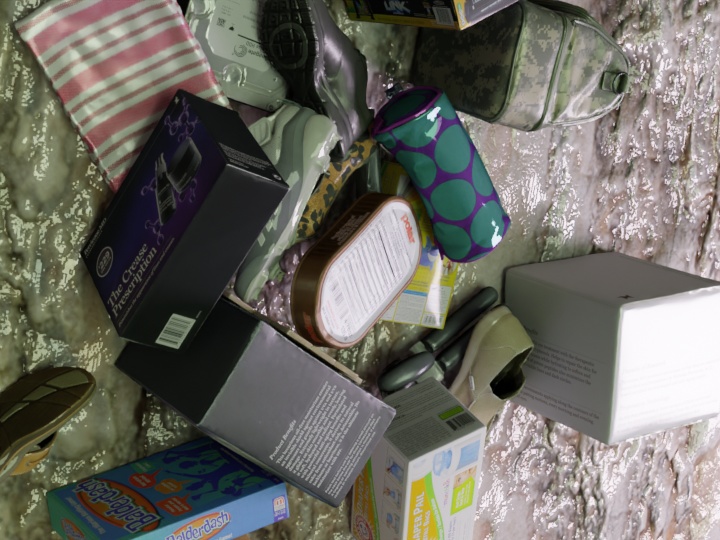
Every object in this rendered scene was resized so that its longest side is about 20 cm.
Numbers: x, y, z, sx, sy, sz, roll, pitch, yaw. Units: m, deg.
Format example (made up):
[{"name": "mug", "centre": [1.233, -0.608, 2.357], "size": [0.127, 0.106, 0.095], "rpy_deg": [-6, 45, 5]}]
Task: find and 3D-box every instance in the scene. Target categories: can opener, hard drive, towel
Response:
[{"name": "can opener", "centre": [0.100, 0.092, 1.605], "size": [0.200, 0.066, 0.053], "rpy_deg": [-38, 94, -25]}, {"name": "hard drive", "centre": [-0.114, -0.271, 1.377], "size": [0.139, 0.038, 0.201], "rpy_deg": [16, 94, -36]}, {"name": "towel", "centre": [-0.216, -0.182, 1.307], "size": [0.146, 0.030, 0.201], "rpy_deg": [-30, 121, -5]}]

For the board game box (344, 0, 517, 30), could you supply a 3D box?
[{"name": "board game box", "centre": [0.097, -0.308, 1.411], "size": [0.165, 0.200, 0.057], "rpy_deg": [-32, 117, -24]}]

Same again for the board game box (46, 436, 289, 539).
[{"name": "board game box", "centre": [-0.195, 0.237, 1.389], "size": [0.199, 0.152, 0.045], "rpy_deg": [-17, 113, -30]}]

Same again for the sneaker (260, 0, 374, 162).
[{"name": "sneaker", "centre": [-0.039, -0.213, 1.388], "size": [0.091, 0.076, 0.201], "rpy_deg": [-43, 133, -36]}]

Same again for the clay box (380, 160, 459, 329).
[{"name": "clay box", "centre": [0.062, -0.041, 1.554], "size": [0.114, 0.048, 0.201], "rpy_deg": [10, 96, -36]}]

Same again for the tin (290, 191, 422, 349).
[{"name": "tin", "centre": [0.000, 0.000, 1.433], "size": [0.200, 0.042, 0.112], "rpy_deg": [-48, 135, -37]}]

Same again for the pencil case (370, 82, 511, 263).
[{"name": "pencil case", "centre": [0.086, -0.102, 1.472], "size": [0.092, 0.085, 0.200], "rpy_deg": [-23, 123, 14]}]

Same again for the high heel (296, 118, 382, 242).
[{"name": "high heel", "centre": [-0.064, -0.104, 1.446], "size": [0.199, 0.071, 0.144], "rpy_deg": [-11, 100, -32]}]

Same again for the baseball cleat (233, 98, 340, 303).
[{"name": "baseball cleat", "centre": [-0.099, -0.072, 1.369], "size": [0.106, 0.070, 0.201], "rpy_deg": [27, 90, 4]}]

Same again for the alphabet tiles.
[{"name": "alphabet tiles", "centre": [-0.088, 0.056, 1.382], "size": [0.167, 0.200, 0.008], "rpy_deg": [37, 82, -36]}]

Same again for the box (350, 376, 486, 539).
[{"name": "box", "centre": [0.063, 0.242, 1.566], "size": [0.112, 0.101, 0.201], "rpy_deg": [-21, 132, -28]}]

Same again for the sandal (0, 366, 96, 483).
[{"name": "sandal", "centre": [-0.334, 0.170, 1.327], "size": [0.200, 0.080, 0.054], "rpy_deg": [-47, 139, -13]}]

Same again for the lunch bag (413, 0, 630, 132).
[{"name": "lunch bag", "centre": [0.174, -0.227, 1.490], "size": [0.167, 0.200, 0.140], "rpy_deg": [8, 101, -32]}]

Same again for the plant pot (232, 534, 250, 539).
[{"name": "plant pot", "centre": [-0.161, 0.348, 1.415], "size": [0.185, 0.200, 0.188], "rpy_deg": [-10, 110, -31]}]

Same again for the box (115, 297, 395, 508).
[{"name": "box", "centre": [-0.109, 0.119, 1.387], "size": [0.198, 0.200, 0.124], "rpy_deg": [37, 82, -34]}]

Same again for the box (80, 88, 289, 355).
[{"name": "box", "centre": [-0.170, -0.046, 1.296], "size": [0.079, 0.141, 0.200], "rpy_deg": [20, 113, -37]}]

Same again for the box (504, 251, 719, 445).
[{"name": "box", "centre": [0.305, 0.086, 1.662], "size": [0.199, 0.199, 0.172], "rpy_deg": [-9, 108, -34]}]

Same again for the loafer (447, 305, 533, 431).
[{"name": "loafer", "centre": [0.151, 0.137, 1.618], "size": [0.075, 0.068, 0.201], "rpy_deg": [-22, 138, -36]}]
